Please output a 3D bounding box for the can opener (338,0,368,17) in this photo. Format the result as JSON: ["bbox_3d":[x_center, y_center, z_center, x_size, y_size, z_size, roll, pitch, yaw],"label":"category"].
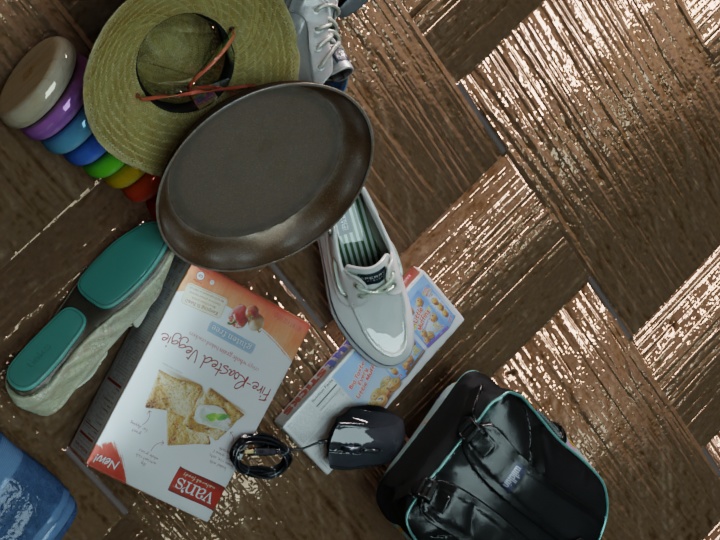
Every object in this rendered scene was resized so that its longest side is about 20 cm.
[{"bbox_3d":[0.019,-0.321,1.483,0.201,0.053,0.067,-58,150,-6],"label":"can opener"}]

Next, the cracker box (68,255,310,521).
[{"bbox_3d":[-0.150,0.103,1.466,0.133,0.058,0.202,29,87,-28],"label":"cracker box"}]

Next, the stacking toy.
[{"bbox_3d":[-0.204,-0.106,1.390,0.200,0.085,0.086,39,82,-33],"label":"stacking toy"}]

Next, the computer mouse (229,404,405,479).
[{"bbox_3d":[-0.033,0.162,1.510,0.198,0.034,0.059,-6,117,-38],"label":"computer mouse"}]

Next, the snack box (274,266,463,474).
[{"bbox_3d":[0.010,0.094,1.565,0.200,0.024,0.072,-48,116,-11],"label":"snack box"}]

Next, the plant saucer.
[{"bbox_3d":[-0.083,-0.084,1.390,0.198,0.032,0.201,-19,140,-16],"label":"plant saucer"}]

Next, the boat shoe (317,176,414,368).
[{"bbox_3d":[0.000,0.000,1.502,0.073,0.067,0.202,-28,102,-14],"label":"boat shoe"}]

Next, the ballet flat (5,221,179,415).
[{"bbox_3d":[-0.225,0.042,1.424,0.200,0.067,0.062,-46,144,-8],"label":"ballet flat"}]

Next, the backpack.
[{"bbox_3d":[0.130,0.213,1.576,0.199,0.153,0.177,39,84,-18],"label":"backpack"}]

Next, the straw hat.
[{"bbox_3d":[-0.151,-0.178,1.353,0.199,0.085,0.203,-19,134,-20],"label":"straw hat"}]

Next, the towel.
[{"bbox_3d":[-0.336,0.181,1.392,0.200,0.048,0.112,45,78,-26],"label":"towel"}]

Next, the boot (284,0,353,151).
[{"bbox_3d":[-0.033,-0.202,1.412,0.073,0.095,0.201,-3,127,-54],"label":"boot"}]
